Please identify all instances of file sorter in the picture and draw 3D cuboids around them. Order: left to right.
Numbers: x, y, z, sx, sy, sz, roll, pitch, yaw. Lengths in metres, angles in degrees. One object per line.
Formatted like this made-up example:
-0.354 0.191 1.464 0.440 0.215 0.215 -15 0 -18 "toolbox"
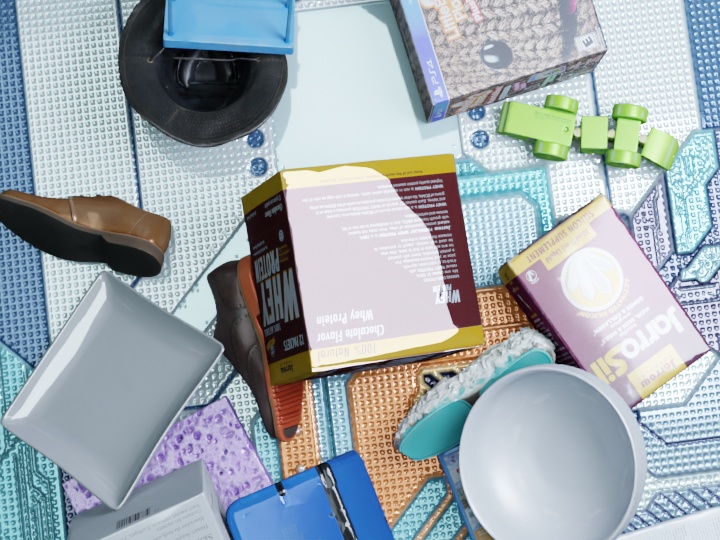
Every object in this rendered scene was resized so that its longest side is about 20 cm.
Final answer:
-0.134 -0.347 1.708 0.137 0.123 0.202 3 61 -4 "file sorter"

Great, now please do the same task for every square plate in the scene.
-0.257 0.124 1.701 0.199 0.028 0.199 28 80 34 "square plate"

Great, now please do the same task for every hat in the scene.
-0.170 -0.209 1.751 0.198 0.081 0.203 3 66 -6 "hat"

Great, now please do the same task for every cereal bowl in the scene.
0.204 0.192 1.661 0.198 0.083 0.203 3 96 31 "cereal bowl"

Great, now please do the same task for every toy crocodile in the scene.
0.247 -0.147 1.767 0.197 0.062 0.068 8 84 5 "toy crocodile"

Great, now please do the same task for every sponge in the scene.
-0.203 0.228 1.729 0.198 0.030 0.112 -28 85 -3 "sponge"

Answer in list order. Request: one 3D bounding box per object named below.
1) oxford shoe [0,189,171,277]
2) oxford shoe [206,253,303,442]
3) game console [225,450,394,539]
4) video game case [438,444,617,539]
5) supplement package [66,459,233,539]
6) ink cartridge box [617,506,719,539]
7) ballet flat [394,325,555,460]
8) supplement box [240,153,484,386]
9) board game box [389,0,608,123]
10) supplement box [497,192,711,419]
-0.298 -0.053 1.750 0.198 0.072 0.072 17 56 1 "oxford shoe"
-0.113 0.087 1.738 0.072 0.071 0.203 -15 85 24 "oxford shoe"
-0.033 0.304 1.667 0.169 0.118 0.202 -21 84 -13 "game console"
0.183 0.260 1.715 0.142 0.018 0.202 -22 72 -1 "video game case"
-0.187 0.325 1.638 0.150 0.151 0.202 -23 98 -4 "supplement package"
0.353 0.360 1.717 0.198 0.043 0.199 -15 81 -3 "ink cartridge box"
0.120 0.128 1.728 0.199 0.072 0.072 -34 85 7 "ballet flat"
0.000 0.000 1.675 0.195 0.133 0.203 -7 83 -23 "supplement box"
0.144 -0.271 1.755 0.198 0.097 0.161 -18 84 -3 "board game box"
0.254 0.041 1.720 0.130 0.103 0.201 -35 86 -5 "supplement box"
